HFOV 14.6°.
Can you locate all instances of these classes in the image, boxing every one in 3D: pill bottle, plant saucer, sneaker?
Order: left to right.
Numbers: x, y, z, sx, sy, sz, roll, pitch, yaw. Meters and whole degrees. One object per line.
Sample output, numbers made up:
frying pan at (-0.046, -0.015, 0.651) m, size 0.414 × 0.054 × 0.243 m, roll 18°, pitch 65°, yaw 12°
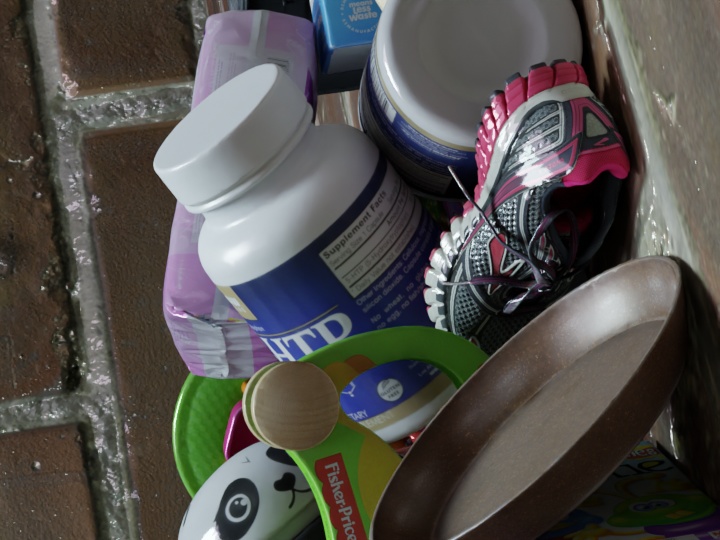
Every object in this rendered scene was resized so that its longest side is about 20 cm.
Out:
pill bottle at (-0.020, -0.011, 1.570) m, size 0.200 × 0.119 × 0.120 m, roll 50°, pitch -176°, yaw -19°
pill bottle at (0.056, -0.101, 1.572) m, size 0.200 × 0.110 × 0.112 m, roll 112°, pitch 149°, yaw -78°
sneaker at (0.087, -0.012, 1.475) m, size 0.075 × 0.080 × 0.201 m, roll 57°, pitch 150°, yaw 37°
plant saucer at (0.087, 0.075, 1.349) m, size 0.034 × 0.200 × 0.200 m, roll 45°, pitch -178°, yaw -13°

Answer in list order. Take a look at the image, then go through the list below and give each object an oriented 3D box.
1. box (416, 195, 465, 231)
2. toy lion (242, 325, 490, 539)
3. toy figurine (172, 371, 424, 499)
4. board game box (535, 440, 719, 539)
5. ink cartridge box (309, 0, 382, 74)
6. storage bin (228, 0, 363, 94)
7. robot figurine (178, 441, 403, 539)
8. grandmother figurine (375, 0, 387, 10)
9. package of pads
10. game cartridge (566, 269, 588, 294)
box at (0.057, -0.013, 1.808) m, size 0.137 × 0.039 × 0.201 m, roll 43°, pitch 145°, yaw 47°
toy lion at (0.053, 0.122, 1.493) m, size 0.069 × 0.191 × 0.201 m, roll 159°, pitch 93°, yaw -82°
toy figurine at (-0.006, 0.126, 1.734) m, size 0.184 × 0.199 × 0.151 m, roll -135°, pitch 58°, yaw -73°
board game box at (0.121, 0.160, 1.366) m, size 0.200 × 0.102 × 0.106 m, roll -131°, pitch 34°, yaw -78°
ink cartridge box at (0.018, -0.231, 1.718) m, size 0.068 × 0.115 × 0.201 m, roll 115°, pitch 145°, yaw -79°
storage bin at (-0.020, -0.203, 1.918) m, size 0.200 × 0.134 × 0.094 m, roll 98°, pitch 164°, yaw -69°
robot figurine at (-0.012, 0.184, 1.577) m, size 0.200 × 0.125 × 0.150 m, roll 49°, pitch -161°, yaw 3°
grandmother figurine at (0.060, -0.205, 1.541) m, size 0.122 × 0.060 × 0.200 m, roll -67°, pitch 9°, yaw -18°
package of pads at (-0.070, -0.045, 1.696) m, size 0.121 × 0.075 × 0.201 m, roll 94°, pitch -177°, yaw -71°
game cartridge at (0.088, 0.070, 1.635) m, size 0.200 × 0.041 × 0.134 m, roll 113°, pitch 155°, yaw -49°
